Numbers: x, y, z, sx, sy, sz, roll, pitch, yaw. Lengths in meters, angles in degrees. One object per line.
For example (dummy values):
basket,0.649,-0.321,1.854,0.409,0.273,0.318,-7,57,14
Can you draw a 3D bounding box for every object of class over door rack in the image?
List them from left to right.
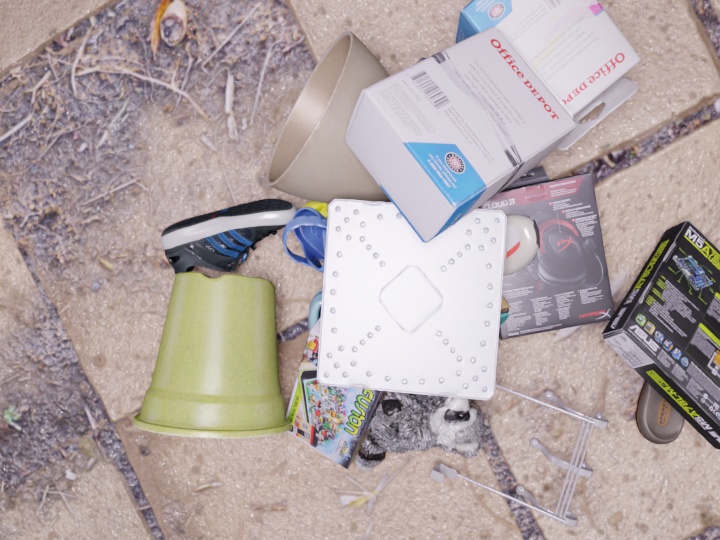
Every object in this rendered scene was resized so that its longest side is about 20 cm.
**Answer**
over door rack,0.207,0.229,0.796,0.195,0.067,0.152,16,96,10

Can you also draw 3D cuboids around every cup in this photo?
cup,-0.008,-0.162,0.741,0.141,0.200,0.203,26,96,-22

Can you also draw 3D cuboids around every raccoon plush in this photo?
raccoon plush,0.083,0.215,0.774,0.132,0.097,0.202,31,138,13

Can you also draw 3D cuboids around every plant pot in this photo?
plant pot,-0.179,0.102,0.769,0.195,0.200,0.190,3,83,5

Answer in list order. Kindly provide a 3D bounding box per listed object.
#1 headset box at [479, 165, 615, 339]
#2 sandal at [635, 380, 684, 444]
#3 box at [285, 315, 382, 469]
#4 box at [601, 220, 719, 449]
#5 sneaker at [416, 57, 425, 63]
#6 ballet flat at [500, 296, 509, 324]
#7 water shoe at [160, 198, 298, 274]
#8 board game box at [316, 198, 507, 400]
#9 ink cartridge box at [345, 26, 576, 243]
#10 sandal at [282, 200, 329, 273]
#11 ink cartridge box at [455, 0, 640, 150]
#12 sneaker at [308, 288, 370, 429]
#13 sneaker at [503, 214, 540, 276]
headset box,0.229,-0.029,0.770,0.145,0.075,0.206,-11,93,6
sandal,0.401,0.126,0.774,0.080,0.055,0.206,11,90,4
box,-0.031,0.160,0.765,0.108,0.035,0.203,28,130,11
box,0.418,0.075,0.735,0.199,0.048,0.194,42,65,0
sneaker,0.131,-0.185,0.769,0.097,0.070,0.204,-12,69,-21
ballet flat,0.125,0.083,0.765,0.067,0.202,0.064,-12,58,-33
water shoe,-0.171,-0.042,0.817,0.195,0.072,0.081,-10,111,12
board game box,0.056,0.031,0.666,0.194,0.026,0.206,4,91,4
ink cartridge box,0.106,-0.147,0.632,0.198,0.086,0.148,-32,79,-29
sandal,-0.023,-0.010,0.722,0.198,0.086,0.081,34,116,22
ink cartridge box,0.225,-0.257,0.730,0.128,0.125,0.202,-36,90,6
sneaker,-0.030,0.127,0.800,0.072,0.082,0.205,-20,92,7
sneaker,0.115,-0.016,0.718,0.197,0.092,0.072,-11,92,46
